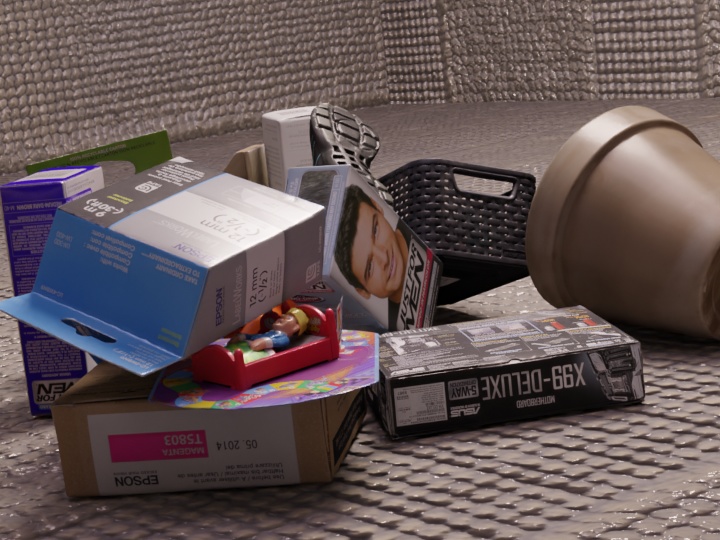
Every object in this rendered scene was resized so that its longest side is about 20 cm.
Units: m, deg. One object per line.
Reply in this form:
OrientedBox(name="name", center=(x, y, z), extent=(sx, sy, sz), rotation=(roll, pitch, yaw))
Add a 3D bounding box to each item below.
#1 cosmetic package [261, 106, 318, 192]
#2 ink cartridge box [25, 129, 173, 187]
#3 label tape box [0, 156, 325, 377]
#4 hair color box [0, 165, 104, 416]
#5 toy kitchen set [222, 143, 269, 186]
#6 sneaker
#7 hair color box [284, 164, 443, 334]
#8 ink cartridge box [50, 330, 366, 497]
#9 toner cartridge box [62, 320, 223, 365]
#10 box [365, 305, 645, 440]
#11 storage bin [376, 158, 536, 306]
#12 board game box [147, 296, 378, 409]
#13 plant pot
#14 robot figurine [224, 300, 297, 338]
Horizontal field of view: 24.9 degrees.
OrientedBox(name="cosmetic package", center=(-0.058, -0.075, 1.790), extent=(0.074, 0.201, 0.102), rotation=(-9, 11, -12))
OrientedBox(name="ink cartridge box", center=(-0.223, -0.017, 1.542), extent=(0.147, 0.201, 0.076), rotation=(-16, 12, -12))
OrientedBox(name="label tape box", center=(-0.139, -0.009, 1.150), extent=(0.143, 0.066, 0.200), rotation=(21, 29, 29))
OrientedBox(name="hair color box", center=(-0.256, 0.015, 1.421), extent=(0.065, 0.201, 0.109), rotation=(-3, 11, 10))
OrientedBox(name="toy kitchen set", center=(-0.190, -0.050, 1.845), extent=(0.180, 0.164, 0.200), rotation=(-3, 10, 16))
OrientedBox(name="sneaker", center=(-0.024, -0.084, 1.520), extent=(0.075, 0.079, 0.200), rotation=(21, 32, -21))
OrientedBox(name="hair color box", center=(0.000, 0.000, 1.366), extent=(0.060, 0.099, 0.200), rotation=(-1, -24, 27))
OrientedBox(name="ink cartridge box", center=(-0.106, 0.103, 1.203), extent=(0.199, 0.075, 0.165), rotation=(-4, 12, 11))
OrientedBox(name="toner cartridge box", center=(-0.173, 0.049, 1.317), extent=(0.095, 0.043, 0.200), rotation=(-4, -26, 9))
OrientedBox(name="box", center=(0.104, 0.076, 1.288), extent=(0.199, 0.050, 0.158), rotation=(-8, 10, -8))
OrientedBox(name="storage bin", center=(0.068, -0.031, 1.563), extent=(0.135, 0.094, 0.200), rotation=(7, -14, -27))
OrientedBox(name="board game box", center=(-0.067, 0.050, 1.145), extent=(0.157, 0.039, 0.200), rotation=(-5, 11, 2))
OrientedBox(name="plant pot", center=(0.275, -0.025, 1.425), extent=(0.199, 0.201, 0.173), rotation=(-14, 28, -35))
OrientedBox(name="robot figurine", center=(-0.083, 0.024, 1.492), extent=(0.143, 0.117, 0.200), rotation=(2, 19, 17))
